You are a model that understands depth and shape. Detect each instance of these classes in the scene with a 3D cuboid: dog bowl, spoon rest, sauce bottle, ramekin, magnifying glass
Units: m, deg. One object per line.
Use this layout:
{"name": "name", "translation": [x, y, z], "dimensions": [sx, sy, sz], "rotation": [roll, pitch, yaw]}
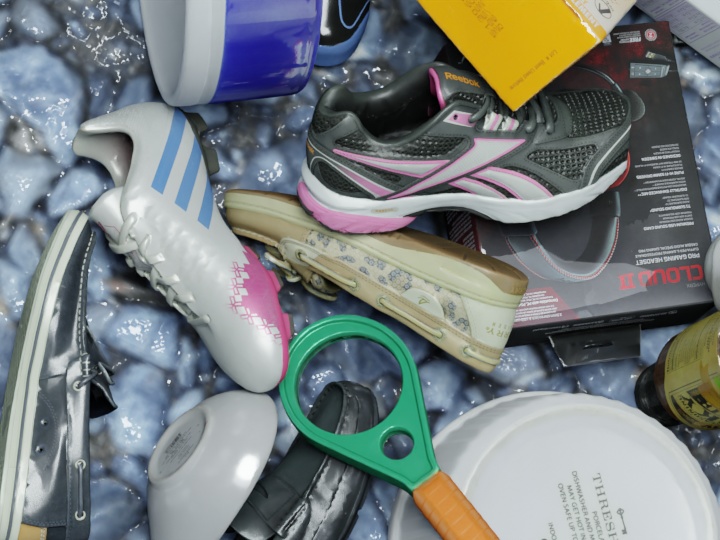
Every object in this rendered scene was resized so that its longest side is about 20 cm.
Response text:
{"name": "dog bowl", "translation": [-0.080, -0.198, 1.257], "dimensions": [0.078, 0.200, 0.201], "rotation": [-5, 78, -13]}
{"name": "spoon rest", "translation": [-0.113, 0.152, 1.237], "dimensions": [0.061, 0.099, 0.200], "rotation": [41, 86, -25]}
{"name": "sauce bottle", "translation": [0.209, 0.059, 1.251], "dimensions": [0.064, 0.200, 0.065], "rotation": [2, 79, -9]}
{"name": "ramekin", "translation": [0.120, 0.163, 1.266], "dimensions": [0.201, 0.094, 0.204], "rotation": [2, 77, -9]}
{"name": "magnifying glass", "translation": [0.026, 0.106, 1.220], "dimensions": [0.079, 0.022, 0.200], "rotation": [-35, 62, -9]}

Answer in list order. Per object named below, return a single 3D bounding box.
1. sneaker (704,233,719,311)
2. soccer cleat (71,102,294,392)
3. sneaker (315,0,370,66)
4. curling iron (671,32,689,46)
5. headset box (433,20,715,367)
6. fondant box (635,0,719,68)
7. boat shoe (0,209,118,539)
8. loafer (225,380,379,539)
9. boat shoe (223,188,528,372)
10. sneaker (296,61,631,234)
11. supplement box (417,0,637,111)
{"name": "sneaker", "translation": [0.251, -0.024, 1.311], "dimensions": [0.075, 0.200, 0.100], "rotation": [-33, 74, 28]}
{"name": "soccer cleat", "translation": [-0.109, -0.010, 1.259], "dimensions": [0.086, 0.070, 0.201], "rotation": [-8, 58, -32]}
{"name": "sneaker", "translation": [-0.024, -0.232, 1.338], "dimensions": [0.070, 0.078, 0.201], "rotation": [-2, 77, -10]}
{"name": "curling iron", "translation": [0.220, -0.244, 1.413], "dimensions": [0.049, 0.026, 0.201], "rotation": [10, 76, -5]}
{"name": "headset box", "translation": [0.130, -0.041, 1.324], "dimensions": [0.148, 0.075, 0.201], "rotation": [-6, 79, -11]}
{"name": "fondant box", "translation": [0.291, -0.179, 1.383], "dimensions": [0.199, 0.058, 0.145], "rotation": [34, 74, -9]}
{"name": "boat shoe", "translation": [-0.171, 0.065, 1.246], "dimensions": [0.062, 0.075, 0.201], "rotation": [10, 75, -13]}
{"name": "loafer", "translation": [-0.049, 0.151, 1.248], "dimensions": [0.070, 0.068, 0.201], "rotation": [29, 77, -20]}
{"name": "boat shoe", "translation": [0.000, 0.000, 1.269], "dimensions": [0.199, 0.073, 0.063], "rotation": [20, 100, 28]}
{"name": "sneaker", "translation": [0.063, -0.078, 1.223], "dimensions": [0.199, 0.087, 0.081], "rotation": [-13, 47, -12]}
{"name": "supplement box", "translation": [0.105, -0.191, 1.239], "dimensions": [0.126, 0.073, 0.200], "rotation": [48, 35, -4]}
